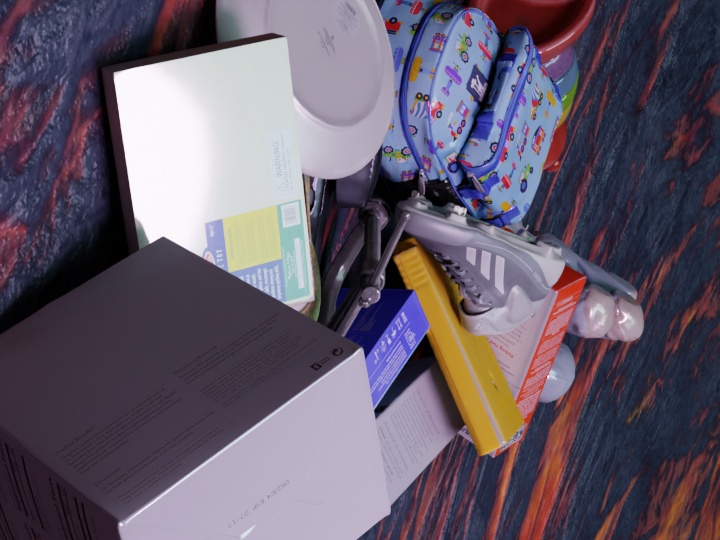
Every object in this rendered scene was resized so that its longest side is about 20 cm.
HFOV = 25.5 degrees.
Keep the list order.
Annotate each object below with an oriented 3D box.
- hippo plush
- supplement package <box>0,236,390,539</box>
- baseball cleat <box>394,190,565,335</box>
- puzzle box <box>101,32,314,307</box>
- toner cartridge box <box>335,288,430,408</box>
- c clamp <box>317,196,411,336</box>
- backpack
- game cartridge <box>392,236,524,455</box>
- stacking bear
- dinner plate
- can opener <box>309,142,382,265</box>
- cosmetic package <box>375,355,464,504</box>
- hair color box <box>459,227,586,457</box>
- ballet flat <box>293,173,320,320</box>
[{"bbox_3d":[0.176,0.052,1.652,0.161,0.200,0.159,-57,172,17],"label":"hippo plush"},{"bbox_3d":[-0.122,0.113,1.005,0.191,0.200,0.148,-34,133,-30],"label":"supplement package"},{"bbox_3d":[0.097,0.002,1.374,0.199,0.070,0.107,17,101,-37],"label":"baseball cleat"},{"bbox_3d":[-0.104,-0.057,1.120,0.132,0.025,0.201,-15,112,-27],"label":"puzzle box"},{"bbox_3d":[-0.029,0.093,1.326,0.200,0.095,0.043,-53,128,-39],"label":"toner cartridge box"},{"bbox_3d":[0.000,0.000,1.288,0.171,0.027,0.200,-62,-169,16],"label":"c clamp"},{"bbox_3d":[0.078,-0.151,1.398,0.200,0.134,0.183,54,53,-52],"label":"backpack"},{"bbox_3d":[0.089,0.064,1.459,0.201,0.032,0.176,64,10,5],"label":"game cartridge"},{"bbox_3d":[0.166,-0.180,1.587,0.201,0.121,0.114,79,32,-50],"label":"stacking bear"},{"bbox_3d":[-0.032,-0.170,1.217,0.200,0.024,0.201,17,67,-47],"label":"dinner plate"},{"bbox_3d":[-0.042,-0.036,1.296,0.063,0.078,0.201,-15,123,-68],"label":"can opener"},{"bbox_3d":[0.005,0.154,1.400,0.200,0.101,0.074,-42,110,-51],"label":"cosmetic package"},{"bbox_3d":[0.138,0.072,1.570,0.061,0.101,0.201,-22,138,-50],"label":"hair color box"},{"bbox_3d":[-0.066,-0.025,1.238,0.071,0.070,0.201,-32,125,-54],"label":"ballet flat"}]
